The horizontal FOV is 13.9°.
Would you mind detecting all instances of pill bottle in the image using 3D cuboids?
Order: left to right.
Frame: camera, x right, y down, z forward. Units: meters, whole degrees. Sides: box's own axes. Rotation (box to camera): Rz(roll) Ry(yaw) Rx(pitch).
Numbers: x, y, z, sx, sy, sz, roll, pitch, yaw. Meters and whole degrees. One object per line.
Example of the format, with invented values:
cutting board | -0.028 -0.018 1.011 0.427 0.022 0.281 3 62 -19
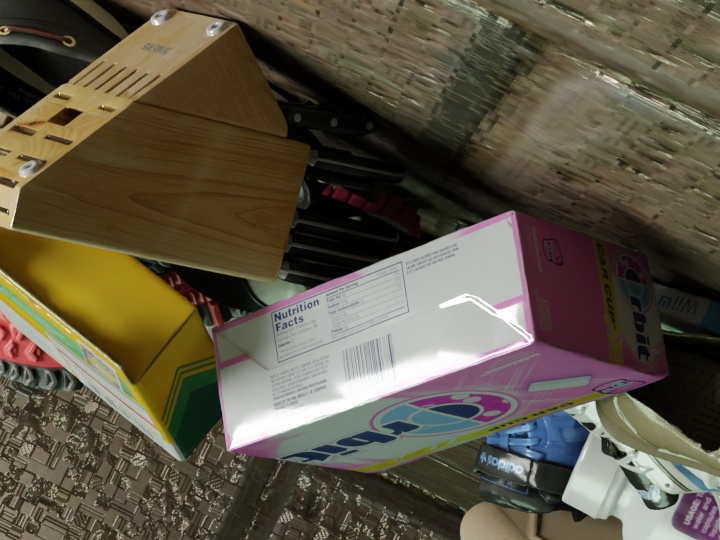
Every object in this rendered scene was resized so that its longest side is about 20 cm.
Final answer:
pill bottle | 0.225 0.141 1.743 0.199 0.113 0.112 26 173 6

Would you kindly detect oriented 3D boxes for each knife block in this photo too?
knife block | -0.075 -0.025 1.402 0.064 0.200 0.176 16 138 52

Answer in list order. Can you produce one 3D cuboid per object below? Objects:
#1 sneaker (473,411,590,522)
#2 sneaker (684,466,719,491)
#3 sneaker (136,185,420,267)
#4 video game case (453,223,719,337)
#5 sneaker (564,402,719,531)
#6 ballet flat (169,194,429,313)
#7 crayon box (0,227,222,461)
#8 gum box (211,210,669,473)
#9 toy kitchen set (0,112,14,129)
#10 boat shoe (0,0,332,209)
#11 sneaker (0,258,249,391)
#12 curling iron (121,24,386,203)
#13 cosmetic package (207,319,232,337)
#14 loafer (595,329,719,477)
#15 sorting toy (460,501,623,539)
sneaker | 0.099 0.088 1.803 0.077 0.112 0.200 19 170 42
sneaker | 0.207 0.126 1.492 0.198 0.130 0.080 13 162 15
sneaker | -0.061 -0.013 1.574 0.199 0.075 0.081 8 154 -14
video game case | 0.157 0.031 1.570 0.200 0.018 0.143 18 168 47
sneaker | 0.154 0.086 1.620 0.199 0.073 0.072 30 173 -20
ballet flat | 0.000 0.000 1.523 0.199 0.068 0.068 12 -179 -14
crayon box | -0.133 0.019 1.474 0.126 0.052 0.200 38 171 14
gum box | 0.033 0.041 1.431 0.199 0.066 0.113 -21 158 34
toy kitchen set | -0.246 -0.090 1.542 0.199 0.164 0.180 24 172 15
boat shoe | -0.107 -0.077 1.473 0.201 0.063 0.074 28 136 -12
sneaker | -0.135 0.010 1.656 0.199 0.080 0.095 -16 -164 -21
curling iron | -0.077 -0.084 1.519 0.199 0.026 0.050 23 136 -5
cosmetic package | -0.162 -0.018 1.837 0.200 0.085 0.108 44 175 8
loafer | 0.203 0.075 1.431 0.199 0.076 0.067 10 168 21
sorting toy | 0.187 0.184 1.842 0.199 0.037 0.185 -13 -150 -20
